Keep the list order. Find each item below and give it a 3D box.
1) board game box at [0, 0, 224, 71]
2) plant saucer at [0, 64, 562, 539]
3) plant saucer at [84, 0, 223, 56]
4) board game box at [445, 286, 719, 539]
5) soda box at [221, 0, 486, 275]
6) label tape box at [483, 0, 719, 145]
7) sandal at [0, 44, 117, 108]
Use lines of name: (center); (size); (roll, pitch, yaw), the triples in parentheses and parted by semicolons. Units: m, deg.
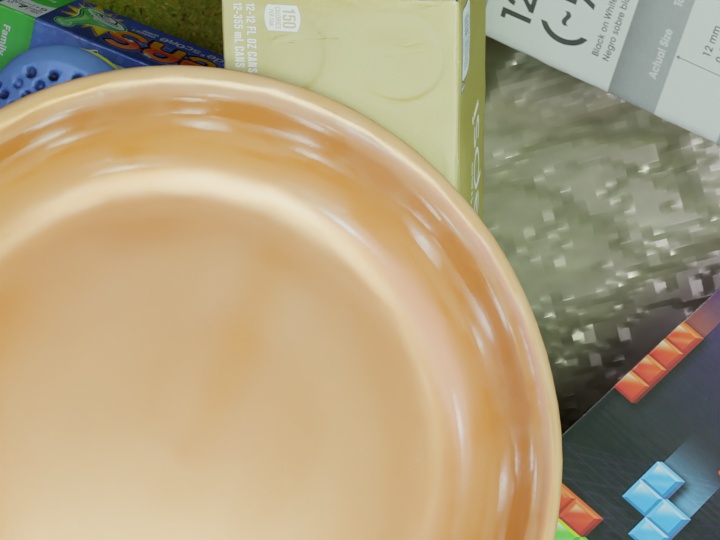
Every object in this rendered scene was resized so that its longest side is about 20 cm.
board game box: (-0.078, 0.020, 0.846); (0.135, 0.034, 0.200); (22, 115, 13)
plant saucer: (-0.046, 0.047, 0.667); (0.200, 0.037, 0.201); (3, 77, -14)
plant saucer: (-0.058, -0.111, 0.858); (0.199, 0.048, 0.200); (10, 95, 19)
board game box: (0.138, 0.111, 0.741); (0.200, 0.165, 0.057); (42, 146, 12)
soda box: (0.000, 0.000, 0.749); (0.068, 0.064, 0.200); (4, 118, 8)
label tape box: (0.058, -0.138, 0.729); (0.200, 0.066, 0.143); (25, 128, 11)
sandal: (-0.116, 0.024, 0.764); (0.079, 0.087, 0.200); (14, 81, 18)
